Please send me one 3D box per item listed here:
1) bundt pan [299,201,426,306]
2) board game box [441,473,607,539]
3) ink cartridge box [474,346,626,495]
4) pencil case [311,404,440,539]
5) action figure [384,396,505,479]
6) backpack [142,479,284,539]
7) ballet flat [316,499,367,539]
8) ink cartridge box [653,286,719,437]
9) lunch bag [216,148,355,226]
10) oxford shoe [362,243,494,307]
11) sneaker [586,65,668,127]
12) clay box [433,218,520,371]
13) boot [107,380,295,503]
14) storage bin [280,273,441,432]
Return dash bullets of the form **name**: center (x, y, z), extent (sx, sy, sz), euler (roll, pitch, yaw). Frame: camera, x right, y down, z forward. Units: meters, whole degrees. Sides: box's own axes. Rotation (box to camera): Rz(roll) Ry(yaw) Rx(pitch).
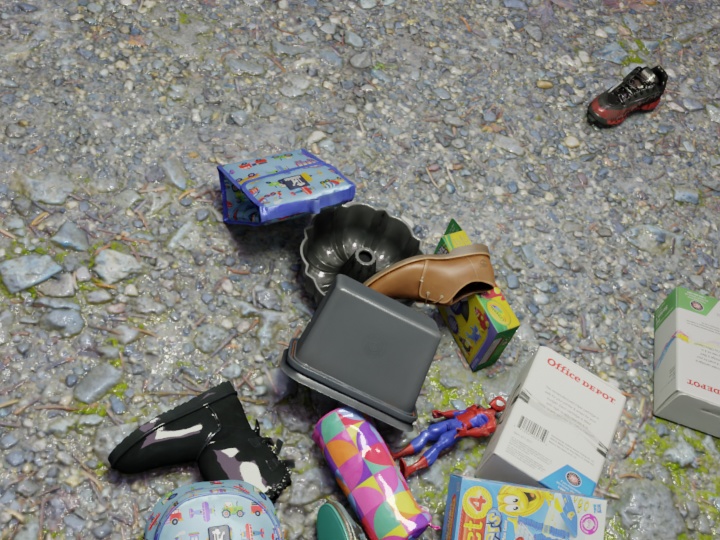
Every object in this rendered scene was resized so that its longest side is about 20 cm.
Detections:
- **bundt pan**: center (0.000, 0.000, 1.344), extent (0.198, 0.076, 0.205), euler (8, 54, -10)
- **board game box**: center (0.195, 0.368, 1.106), extent (0.192, 0.056, 0.204), euler (10, 80, -9)
- **ink cartridge box**: center (0.268, 0.231, 1.257), extent (0.145, 0.085, 0.201), euler (31, 53, 5)
- **pencil case**: center (0.016, 0.270, 1.155), extent (0.087, 0.089, 0.201), euler (-22, 64, -28)
- **action figure**: center (0.125, 0.221, 1.239), extent (0.197, 0.053, 0.065), euler (-20, 27, -29)
- **backpack**: center (-0.157, 0.335, 1.003), extent (0.179, 0.135, 0.204), euler (-1, 71, -16)
- **ballet flat**: center (-0.001, 0.379, 1.095), extent (0.073, 0.075, 0.203), euler (-5, 59, -20)
- **ink cartridge box**: center (0.539, 0.145, 1.398), extent (0.142, 0.084, 0.202), euler (18, 52, -3)
- **lunch bag**: center (-0.107, -0.108, 1.316), extent (0.148, 0.096, 0.199), euler (-15, 21, -24)
- **oxford shoe**: center (0.094, 0.021, 1.250), extent (0.196, 0.072, 0.072), euler (-14, 66, -3)
- **sneaker**: center (0.519, -0.342, 1.726), extent (0.198, 0.098, 0.071), euler (-24, 67, -28)
- **clay box**: center (0.155, 0.034, 1.342), extent (0.047, 0.116, 0.202), euler (-16, 61, -25)
- **boot**: center (-0.193, 0.247, 1.122), extent (0.196, 0.074, 0.164), euler (-27, 73, -28)
- **storage bin**: center (0.011, 0.101, 1.209), extent (0.197, 0.136, 0.146), euler (27, 10, -6)
